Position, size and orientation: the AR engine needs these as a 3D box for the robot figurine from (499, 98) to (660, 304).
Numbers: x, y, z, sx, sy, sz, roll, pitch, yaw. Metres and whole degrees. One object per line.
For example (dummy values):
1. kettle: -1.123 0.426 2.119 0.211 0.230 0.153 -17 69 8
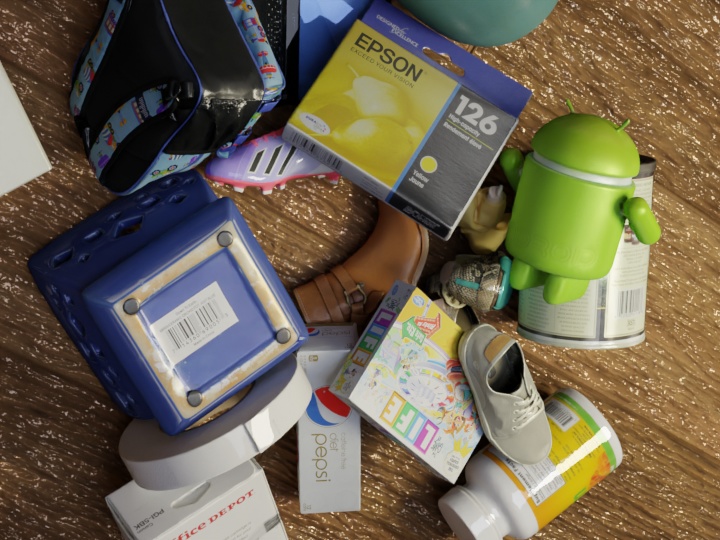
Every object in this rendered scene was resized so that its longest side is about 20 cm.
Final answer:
1. robot figurine: 0.216 -0.069 1.634 0.115 0.175 0.201 -9 117 -52

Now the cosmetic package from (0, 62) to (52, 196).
1. cosmetic package: -0.369 -0.173 1.487 0.073 0.103 0.201 -30 110 -16

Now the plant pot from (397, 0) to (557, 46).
1. plant pot: 0.118 -0.325 1.633 0.201 0.200 0.161 -51 132 -7

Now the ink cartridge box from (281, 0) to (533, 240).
1. ink cartridge box: 0.054 -0.163 1.616 0.197 0.047 0.201 31 70 1

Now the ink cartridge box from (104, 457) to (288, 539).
1. ink cartridge box: -0.159 0.274 1.639 0.146 0.083 0.201 -31 138 -17

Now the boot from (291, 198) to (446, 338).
1. boot: 0.000 0.000 1.716 0.154 0.077 0.201 -14 98 -5

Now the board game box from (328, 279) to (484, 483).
1. board game box: 0.068 0.119 1.672 0.200 0.034 0.135 41 75 -41

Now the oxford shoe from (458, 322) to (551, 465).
1. oxford shoe: 0.163 0.139 1.699 0.075 0.058 0.201 -45 129 -24

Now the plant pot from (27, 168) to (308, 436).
1. plant pot: -0.180 0.033 1.571 0.199 0.180 0.201 -35 113 -15

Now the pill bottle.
1. pill bottle: 0.190 0.233 1.817 0.200 0.111 0.111 -36 113 -14

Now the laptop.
1. laptop: -0.043 -0.251 1.618 0.103 0.200 0.179 4 100 15

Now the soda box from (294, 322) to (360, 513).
1. soda box: -0.034 0.156 1.693 0.068 0.064 0.201 -2 117 -4

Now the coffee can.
1. coffee can: 0.248 -0.026 1.773 0.145 0.146 0.201 -3 102 -24

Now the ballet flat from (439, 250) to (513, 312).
1. ballet flat: 0.124 0.008 1.717 0.075 0.200 0.068 15 94 9

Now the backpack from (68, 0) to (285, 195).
1. backpack: -0.188 -0.173 1.526 0.134 0.200 0.183 -6 61 -41

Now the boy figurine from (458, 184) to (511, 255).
1. boy figurine: 0.111 -0.084 1.718 0.200 0.124 0.065 45 66 -41

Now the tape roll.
1. tape roll: -0.144 0.145 1.583 0.202 0.203 0.037 -31 108 -16

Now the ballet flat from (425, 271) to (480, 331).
1. ballet flat: 0.129 0.091 1.777 0.067 0.046 0.201 -32 103 -45

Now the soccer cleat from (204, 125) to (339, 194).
1. soccer cleat: -0.074 -0.124 1.640 0.199 0.067 0.077 -8 108 -36
